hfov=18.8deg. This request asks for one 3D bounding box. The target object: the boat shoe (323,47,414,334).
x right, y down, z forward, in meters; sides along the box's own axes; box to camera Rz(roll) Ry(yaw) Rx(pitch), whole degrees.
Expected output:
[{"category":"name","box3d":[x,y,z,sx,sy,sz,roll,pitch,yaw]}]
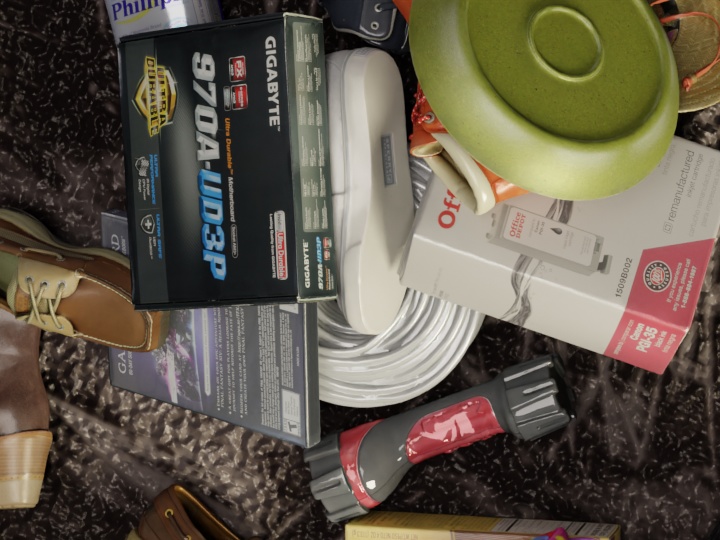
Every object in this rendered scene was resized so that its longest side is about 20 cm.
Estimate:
[{"category":"boat shoe","box3d":[-0.010,-0.056,1.536,0.068,0.072,0.201,2,103,35]}]

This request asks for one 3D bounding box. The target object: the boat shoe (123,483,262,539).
[{"category":"boat shoe","box3d":[-0.090,0.233,1.637,0.200,0.072,0.068,32,98,25]}]

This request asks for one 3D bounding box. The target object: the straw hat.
[{"category":"straw hat","box3d":[0.172,-0.179,1.528,0.201,0.201,0.085,56,149,5]}]

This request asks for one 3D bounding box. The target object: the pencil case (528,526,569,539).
[{"category":"pencil case","box3d":[0.145,0.280,1.527,0.088,0.088,0.200,-28,89,16]}]

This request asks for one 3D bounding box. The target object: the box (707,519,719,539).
[{"category":"box","box3d":[0.298,0.273,1.479,0.196,0.200,0.118,32,102,11]}]

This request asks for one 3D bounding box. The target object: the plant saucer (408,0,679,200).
[{"category":"plant saucer","box3d":[0.128,-0.142,1.419,0.200,0.200,0.031,54,147,5]}]

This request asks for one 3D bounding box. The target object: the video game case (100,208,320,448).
[{"category":"video game case","box3d":[-0.113,0.041,1.612,0.200,0.019,0.143,15,115,36]}]

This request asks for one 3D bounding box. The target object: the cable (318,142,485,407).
[{"category":"cable","box3d":[0.000,0.000,1.606,0.200,0.069,0.200,-14,91,14]}]

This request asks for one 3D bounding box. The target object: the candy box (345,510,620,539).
[{"category":"candy box","box3d":[0.091,0.244,1.608,0.200,0.056,0.117,2,96,16]}]

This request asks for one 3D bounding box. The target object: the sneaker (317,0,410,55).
[{"category":"sneaker","box3d":[0.058,-0.229,1.558,0.202,0.077,0.147,-3,83,24]}]

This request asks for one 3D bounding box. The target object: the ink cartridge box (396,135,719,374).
[{"category":"ink cartridge box","box3d":[0.142,-0.034,1.508,0.200,0.083,0.147,19,66,2]}]

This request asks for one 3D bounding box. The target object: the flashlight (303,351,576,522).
[{"category":"flashlight","box3d":[0.059,0.124,1.600,0.200,0.068,0.068,-20,88,17]}]

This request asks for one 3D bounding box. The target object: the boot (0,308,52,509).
[{"category":"boot","box3d":[-0.335,0.107,1.720,0.200,0.072,0.167,-4,82,17]}]

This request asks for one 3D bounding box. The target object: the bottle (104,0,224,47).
[{"category":"bottle","box3d":[-0.153,-0.220,1.629,0.083,0.065,0.200,-14,91,20]}]

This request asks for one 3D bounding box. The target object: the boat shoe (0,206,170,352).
[{"category":"boat shoe","box3d":[-0.235,0.016,1.641,0.200,0.074,0.076,22,119,31]}]

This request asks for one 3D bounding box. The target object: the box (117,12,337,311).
[{"category":"box","box3d":[-0.095,-0.073,1.535,0.159,0.046,0.201,-3,90,37]}]

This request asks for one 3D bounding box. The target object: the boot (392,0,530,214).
[{"category":"boot","box3d":[0.061,-0.131,1.460,0.107,0.075,0.200,-32,73,-13]}]
